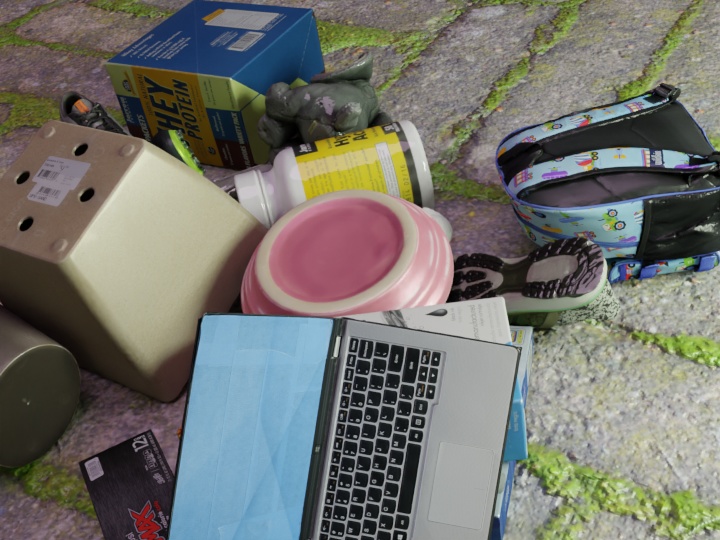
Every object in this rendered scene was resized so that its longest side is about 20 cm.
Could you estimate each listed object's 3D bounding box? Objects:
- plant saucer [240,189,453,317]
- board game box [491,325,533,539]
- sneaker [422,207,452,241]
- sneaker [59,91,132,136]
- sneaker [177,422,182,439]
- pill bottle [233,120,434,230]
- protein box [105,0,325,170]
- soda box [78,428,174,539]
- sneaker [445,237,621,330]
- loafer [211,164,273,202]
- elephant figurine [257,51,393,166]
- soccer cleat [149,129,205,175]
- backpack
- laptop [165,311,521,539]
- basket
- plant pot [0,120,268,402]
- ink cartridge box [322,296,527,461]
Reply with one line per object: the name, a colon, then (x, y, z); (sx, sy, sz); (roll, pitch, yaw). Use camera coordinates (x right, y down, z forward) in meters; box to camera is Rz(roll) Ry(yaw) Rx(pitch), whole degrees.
plant saucer: (-0.017, -0.005, 0.826); (0.200, 0.051, 0.201); (-9, 46, 10)
board game box: (0.033, 0.122, 0.754); (0.198, 0.043, 0.200); (4, 41, 17)
sneaker: (0.000, 0.000, 0.903); (0.199, 0.076, 0.081); (-19, 45, 2)
sneaker: (-0.348, -0.177, 1.197); (0.074, 0.079, 0.200); (-31, 43, -27)
sneaker: (-0.126, 0.117, 0.773); (0.077, 0.073, 0.200); (-45, 18, 15)
pill bottle: (-0.029, -0.086, 0.977); (0.199, 0.112, 0.111); (-15, 38, -5)
protein box: (-0.182, -0.251, 1.201); (0.200, 0.135, 0.199); (12, 44, 27)
soda box: (-0.143, 0.212, 0.661); (0.063, 0.071, 0.200); (-23, 40, -17)
sneaker: (0.145, 0.033, 0.822); (0.200, 0.089, 0.077); (-8, 49, 44)
loafer: (-0.180, -0.070, 1.028); (0.200, 0.070, 0.070); (-28, 49, -20)
elephant figurine: (-0.020, -0.198, 1.100); (0.155, 0.142, 0.200); (30, 44, 22)
soccer cleat: (-0.223, -0.108, 1.007); (0.081, 0.068, 0.200); (-34, 8, -13)
backpack: (0.235, -0.076, 0.879); (0.199, 0.135, 0.183); (-10, 38, 1)
laptop: (-0.006, 0.131, 0.586); (0.199, 0.188, 0.116); (9, 3, 5)
basket: (-0.367, 0.090, 0.825); (0.200, 0.136, 0.181); (16, 58, 24)
plant pot: (-0.240, -0.026, 0.855); (0.199, 0.177, 0.200); (15, 65, 30)
ink cartridge box: (0.021, 0.092, 0.704); (0.199, 0.068, 0.116); (-8, 39, 6)
